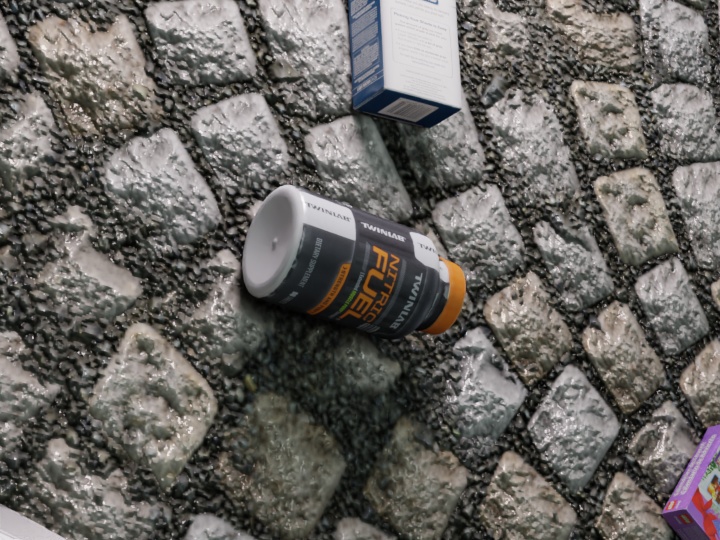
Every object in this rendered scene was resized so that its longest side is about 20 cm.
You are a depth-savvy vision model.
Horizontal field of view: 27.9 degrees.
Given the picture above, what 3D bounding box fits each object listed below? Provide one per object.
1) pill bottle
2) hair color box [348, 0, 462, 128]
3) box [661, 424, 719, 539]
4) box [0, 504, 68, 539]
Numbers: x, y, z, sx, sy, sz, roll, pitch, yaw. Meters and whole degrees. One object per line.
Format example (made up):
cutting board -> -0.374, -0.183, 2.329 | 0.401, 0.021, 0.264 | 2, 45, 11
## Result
pill bottle -> 0.000, 0.000, 1.325 | 0.199, 0.106, 0.107 | 18, 64, -30
hair color box -> 0.043, -0.255, 1.475 | 0.099, 0.060, 0.202 | 11, 68, -34
box -> 0.424, 0.285, 1.580 | 0.200, 0.039, 0.137 | 50, 52, -12
box -> -0.281, 0.239, 0.981 | 0.157, 0.050, 0.200 | 24, 31, 13
